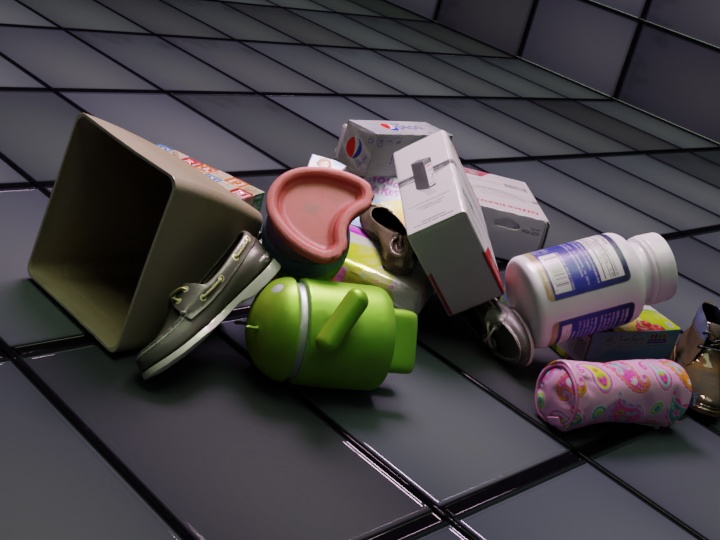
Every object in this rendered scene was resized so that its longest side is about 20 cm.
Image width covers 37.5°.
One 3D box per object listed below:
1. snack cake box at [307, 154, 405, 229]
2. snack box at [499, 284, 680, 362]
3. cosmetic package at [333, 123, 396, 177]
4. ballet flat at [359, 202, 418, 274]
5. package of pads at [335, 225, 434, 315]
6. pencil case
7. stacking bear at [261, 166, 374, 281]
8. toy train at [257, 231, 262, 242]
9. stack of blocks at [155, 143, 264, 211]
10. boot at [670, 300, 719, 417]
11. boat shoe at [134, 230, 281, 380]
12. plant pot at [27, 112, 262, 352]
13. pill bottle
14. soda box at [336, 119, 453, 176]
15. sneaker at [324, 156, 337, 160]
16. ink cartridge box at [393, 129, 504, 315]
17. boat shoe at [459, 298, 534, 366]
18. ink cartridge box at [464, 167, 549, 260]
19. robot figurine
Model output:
[{"bbox_3d":[0.004,-0.087,1.577,0.197,0.068,0.116,16,53,0],"label":"snack cake box"},{"bbox_3d":[0.321,0.062,1.502,0.167,0.069,0.200,0,26,-31],"label":"snack box"},{"bbox_3d":[0.033,-0.158,1.774,0.084,0.109,0.200,2,27,-31],"label":"cosmetic package"},{"bbox_3d":[0.042,-0.054,1.433,0.066,0.047,0.200,12,21,-14],"label":"ballet flat"},{"bbox_3d":[0.000,0.000,1.425,0.197,0.069,0.155,20,22,9],"label":"package of pads"},{"bbox_3d":[0.307,0.148,1.272,0.197,0.089,0.087,3,25,-30],"label":"pencil case"},{"bbox_3d":[-0.063,-0.021,1.263,0.113,0.201,0.122,25,58,8],"label":"stacking bear"},{"bbox_3d":[-0.133,-0.020,1.367,0.034,0.046,0.200,31,39,9],"label":"toy train"},{"bbox_3d":[-0.254,-0.114,1.533,0.198,0.059,0.115,25,24,21],"label":"stack of blocks"},{"bbox_3d":[0.463,0.116,1.432,0.074,0.098,0.200,16,22,1],"label":"boot"},{"bbox_3d":[-0.170,0.036,1.130,0.061,0.072,0.202,51,58,-8],"label":"boat shoe"},{"bbox_3d":[-0.231,-0.038,1.213,0.199,0.202,0.176,33,17,37],"label":"plant pot"},{"bbox_3d":[0.297,0.018,1.358,0.197,0.121,0.120,-14,29,-12],"label":"pill bottle"},{"bbox_3d":[0.055,-0.186,1.611,0.063,0.069,0.199,30,23,32],"label":"soda box"},{"bbox_3d":[-0.030,-0.126,1.698,0.081,0.074,0.199,-12,33,-37],"label":"sneaker"},{"bbox_3d":[0.114,-0.066,1.394,0.083,0.145,0.201,-22,36,12],"label":"ink cartridge box"},{"bbox_3d":[0.161,0.062,1.393,0.056,0.068,0.201,-4,33,-20],"label":"boat shoe"},{"bbox_3d":[0.223,-0.095,1.784,0.143,0.086,0.200,13,20,-8],"label":"ink cartridge box"},{"bbox_3d":[-0.038,0.070,1.169,0.197,0.118,0.175,7,-3,-18],"label":"robot figurine"}]
